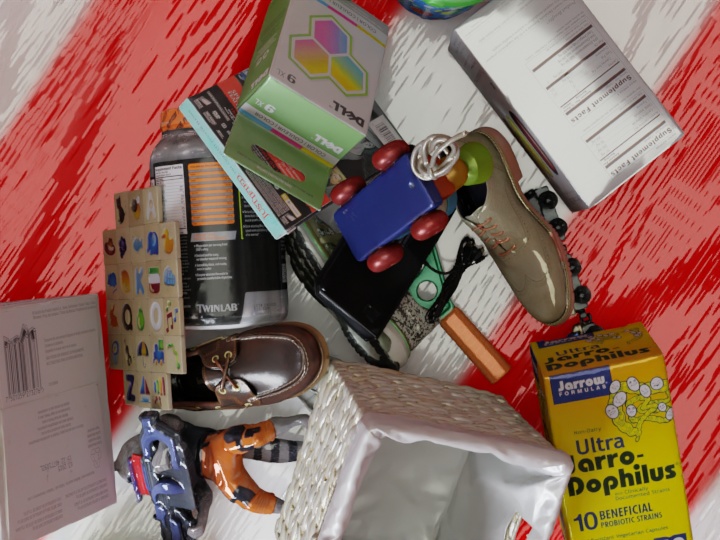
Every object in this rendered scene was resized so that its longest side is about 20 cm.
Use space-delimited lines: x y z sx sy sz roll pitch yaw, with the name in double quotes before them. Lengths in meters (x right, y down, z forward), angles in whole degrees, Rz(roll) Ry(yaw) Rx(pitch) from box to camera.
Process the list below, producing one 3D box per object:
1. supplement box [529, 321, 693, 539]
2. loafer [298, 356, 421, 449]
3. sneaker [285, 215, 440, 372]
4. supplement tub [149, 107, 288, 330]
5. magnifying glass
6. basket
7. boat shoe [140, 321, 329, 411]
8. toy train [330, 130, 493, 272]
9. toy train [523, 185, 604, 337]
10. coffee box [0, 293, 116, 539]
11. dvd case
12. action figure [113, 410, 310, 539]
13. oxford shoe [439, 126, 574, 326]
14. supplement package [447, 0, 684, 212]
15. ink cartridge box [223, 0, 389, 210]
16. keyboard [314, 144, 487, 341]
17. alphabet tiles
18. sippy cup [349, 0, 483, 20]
"supplement box" 0.226 0.163 1.261 0.108 0.110 0.201 -11 102 3
"loafer" -0.021 0.120 1.310 0.199 0.070 0.070 19 83 1
"sneaker" 0.000 0.000 1.304 0.088 0.077 0.200 -34 83 -22
"supplement tub" -0.131 -0.048 1.286 0.122 0.123 0.201 -2 90 2
"magnifying glass" 0.069 0.025 1.331 0.080 0.022 0.200 -41 87 3
"basket" 0.044 0.204 1.219 0.199 0.161 0.199 12 104 -22
"boat shoe" -0.117 0.094 1.260 0.200 0.070 0.071 -19 84 41
"toy train" 0.072 -0.081 1.189 0.115 0.200 0.085 -24 82 -40
"toy train" 0.192 0.019 1.318 0.046 0.034 0.201 -19 89 6
"coffee box" -0.355 0.133 1.239 0.197 0.200 0.201 -5 91 18
"dvd case" -0.054 -0.127 1.264 0.146 0.200 0.022 53 136 1
"action figure" -0.140 0.200 1.322 0.193 0.105 0.201 7 121 8
"oxford shoe" 0.128 -0.035 1.284 0.071 0.074 0.201 -38 75 40
"supplement package" 0.184 -0.165 1.276 0.109 0.114 0.200 -37 89 1
"ink cartridge box" -0.044 -0.163 1.235 0.104 0.059 0.201 31 48 -21
"keyboard" 0.045 -0.015 1.278 0.127 0.021 0.200 40 57 -11
"alphabet tiles" -0.200 0.026 1.280 0.006 0.166 0.201 -3 89 -32
"sippy cup" 0.075 -0.290 1.267 0.177 0.130 0.140 18 84 -1
